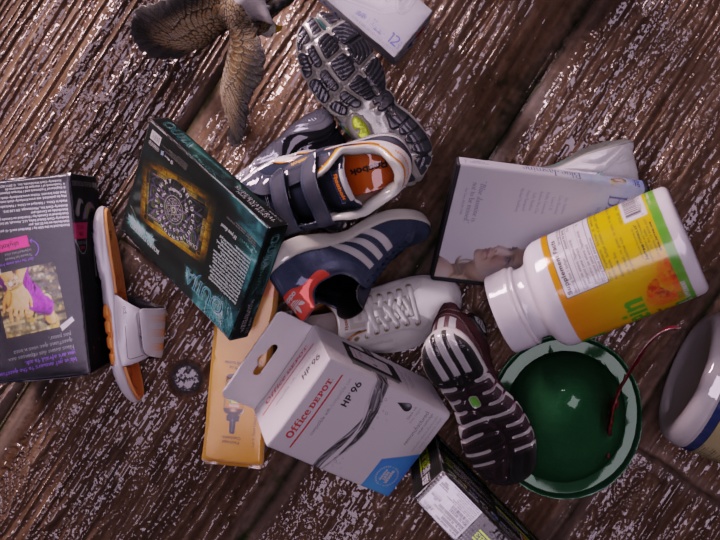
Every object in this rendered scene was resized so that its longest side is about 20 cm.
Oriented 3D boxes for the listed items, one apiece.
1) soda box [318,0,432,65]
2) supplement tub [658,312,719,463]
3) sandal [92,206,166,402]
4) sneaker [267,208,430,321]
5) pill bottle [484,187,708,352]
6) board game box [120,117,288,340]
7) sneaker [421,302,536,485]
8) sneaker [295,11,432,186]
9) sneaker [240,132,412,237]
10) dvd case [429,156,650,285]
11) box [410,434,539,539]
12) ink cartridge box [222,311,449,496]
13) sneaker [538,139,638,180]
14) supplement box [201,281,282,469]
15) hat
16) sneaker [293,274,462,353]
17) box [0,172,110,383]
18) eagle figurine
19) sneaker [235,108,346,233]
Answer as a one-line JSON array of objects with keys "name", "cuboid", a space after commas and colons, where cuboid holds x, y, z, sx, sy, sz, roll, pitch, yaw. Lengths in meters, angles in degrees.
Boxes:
[{"name": "soda box", "cuboid": [-0.020, -0.302, 1.281, 0.200, 0.068, 0.064, 41, 93, 0]}, {"name": "supplement tub", "cuboid": [0.419, 0.142, 1.256, 0.198, 0.144, 0.146, 22, 93, 0]}, {"name": "sandal", "cuboid": [-0.234, 0.034, 1.291, 0.059, 0.079, 0.209, -8, 97, 0]}, {"name": "sneaker", "cuboid": [0.000, 0.000, 1.253, 0.199, 0.075, 0.085, -19, 69, -32]}, {"name": "pill bottle", "cuboid": [0.228, 0.007, 1.222, 0.199, 0.111, 0.112, -23, 92, 15]}, {"name": "board game box", "cuboid": [-0.161, -0.043, 1.242, 0.200, 0.028, 0.136, 42, 124, 30]}, {"name": "sneaker", "cuboid": [0.128, 0.115, 1.275, 0.075, 0.116, 0.201, -17, 118, 17]}, {"name": "sneaker", "cuboid": [-0.004, -0.170, 1.280, 0.077, 0.080, 0.201, -34, 96, -8]}, {"name": "sneaker", "cuboid": [-0.045, -0.079, 1.213, 0.198, 0.079, 0.079, -23, 105, 7]}, {"name": "dvd case", "cuboid": [0.180, -0.040, 1.268, 0.198, 0.018, 0.144, 6, 125, -7]}, {"name": "box", "cuboid": [0.132, 0.262, 1.244, 0.048, 0.193, 0.200, -44, 92, 1]}, {"name": "ink cartridge box", "cuboid": [-0.025, 0.136, 1.250, 0.199, 0.068, 0.116, 27, 107, -29]}, {"name": "sneaker", "cuboid": [0.195, -0.073, 1.288, 0.198, 0.070, 0.081, -16, 100, 3]}, {"name": "supplement box", "cuboid": [-0.122, 0.101, 1.304, 0.066, 0.069, 0.202, 6, 91, 2]}, {"name": "hat", "cuboid": [0.217, 0.148, 1.243, 0.164, 0.176, 0.202, 0, 93, 1]}, {"name": "sneaker", "cuboid": [0.012, 0.054, 1.287, 0.198, 0.085, 0.073, -18, 84, 1]}, {"name": "box", "cuboid": [-0.322, 0.006, 1.274, 0.105, 0.122, 0.202, -5, 93, 1]}, {"name": "eagle figurine", "cuboid": [-0.128, -0.236, 1.241, 0.200, 0.152, 0.150, -43, 134, 20]}, {"name": "sneaker", "cuboid": [-0.078, -0.066, 1.289, 0.200, 0.075, 0.114, -42, 92, 3]}]
